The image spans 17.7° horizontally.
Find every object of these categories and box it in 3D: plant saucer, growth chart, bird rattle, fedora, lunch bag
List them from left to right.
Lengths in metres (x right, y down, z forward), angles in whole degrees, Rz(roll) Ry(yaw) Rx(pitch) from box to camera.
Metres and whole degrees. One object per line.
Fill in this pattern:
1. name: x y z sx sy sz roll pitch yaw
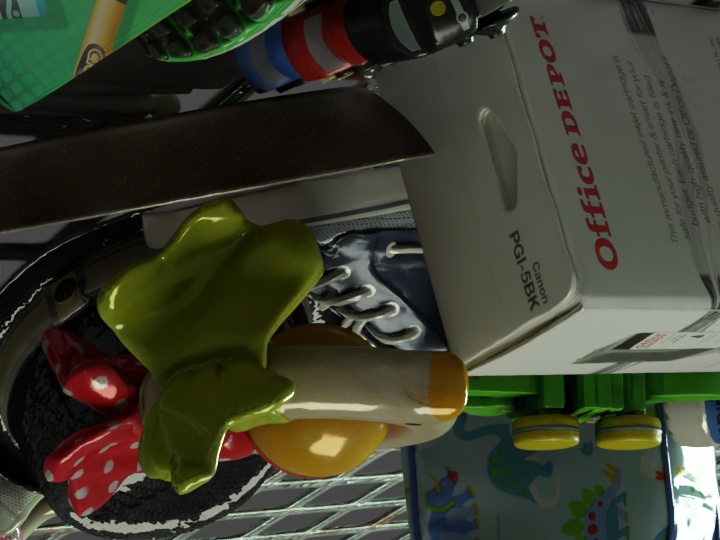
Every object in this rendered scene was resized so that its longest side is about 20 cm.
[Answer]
1. fedora: -0.088 0.063 1.088 0.200 0.092 0.201 -11 135 -11
2. plant saucer: -0.072 -0.043 0.902 0.200 0.035 0.200 -9 -178 0
3. growth chart: -0.066 -0.102 0.857 0.200 0.018 0.145 -31 156 36
4. bird rattle: -0.043 0.060 0.940 0.163 0.113 0.200 5 158 -13
5. lunch bag: 0.096 0.070 1.181 0.160 0.201 0.082 -13 163 29

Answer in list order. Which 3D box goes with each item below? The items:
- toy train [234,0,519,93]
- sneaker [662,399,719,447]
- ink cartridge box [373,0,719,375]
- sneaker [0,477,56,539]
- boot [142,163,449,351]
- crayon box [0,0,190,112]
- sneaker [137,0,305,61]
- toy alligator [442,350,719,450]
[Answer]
1. toy train: -0.003 -0.080 0.783 0.046 0.034 0.200 -29 -171 -16
2. sneaker: 0.224 0.009 1.132 0.111 0.200 0.077 0 129 26
3. ink cartridge box: 0.117 -0.035 0.994 0.200 0.147 0.083 2 156 -40
4. sneaker: -0.215 0.115 1.235 0.199 0.088 0.081 -12 161 -11
5. boot: 0.000 0.000 1.044 0.200 0.091 0.073 -10 -175 -28
6. crayon box: -0.027 -0.135 0.631 0.200 0.058 0.119 -28 -158 31
7. sneaker: 0.003 -0.126 0.740 0.200 0.078 0.085 -31 159 26
8. toy alligator: 0.072 0.052 1.053 0.199 0.059 0.054 1 167 -13
